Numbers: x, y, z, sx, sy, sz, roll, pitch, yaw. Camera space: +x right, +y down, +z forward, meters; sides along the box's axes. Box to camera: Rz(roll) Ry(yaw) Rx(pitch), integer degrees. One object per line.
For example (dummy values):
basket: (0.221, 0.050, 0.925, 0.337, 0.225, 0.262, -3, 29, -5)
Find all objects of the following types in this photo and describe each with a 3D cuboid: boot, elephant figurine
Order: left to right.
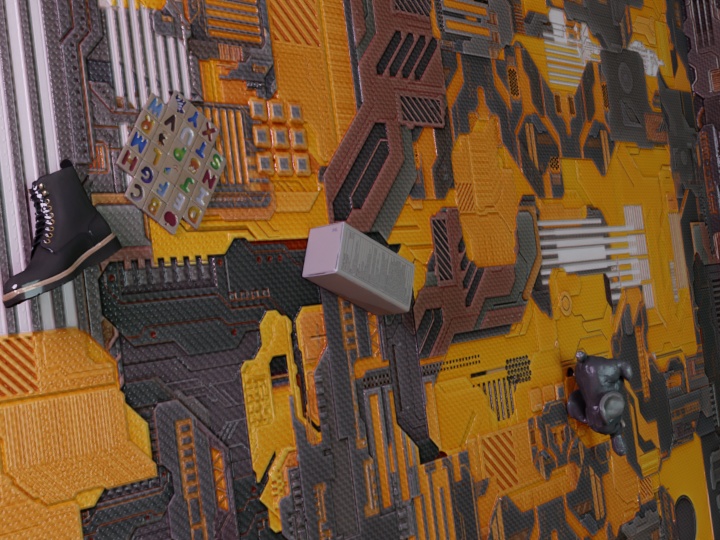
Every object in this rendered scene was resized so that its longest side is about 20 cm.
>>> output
boot: (-0.406, -0.048, 1.377, 0.138, 0.077, 0.200, 65, 29, -13)
elephant figurine: (0.530, 0.295, 2.380, 0.142, 0.155, 0.200, 86, 12, -76)

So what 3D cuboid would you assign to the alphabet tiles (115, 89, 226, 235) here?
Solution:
alphabet tiles: (-0.274, -0.160, 1.597, 0.166, 0.006, 0.200, 43, 53, -37)

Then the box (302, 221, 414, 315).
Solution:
box: (0.000, 0.000, 1.840, 0.200, 0.078, 0.095, 31, 61, -43)
